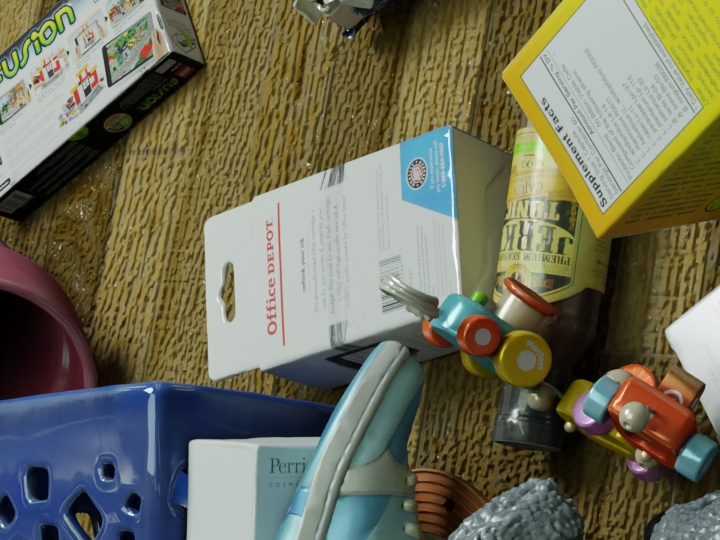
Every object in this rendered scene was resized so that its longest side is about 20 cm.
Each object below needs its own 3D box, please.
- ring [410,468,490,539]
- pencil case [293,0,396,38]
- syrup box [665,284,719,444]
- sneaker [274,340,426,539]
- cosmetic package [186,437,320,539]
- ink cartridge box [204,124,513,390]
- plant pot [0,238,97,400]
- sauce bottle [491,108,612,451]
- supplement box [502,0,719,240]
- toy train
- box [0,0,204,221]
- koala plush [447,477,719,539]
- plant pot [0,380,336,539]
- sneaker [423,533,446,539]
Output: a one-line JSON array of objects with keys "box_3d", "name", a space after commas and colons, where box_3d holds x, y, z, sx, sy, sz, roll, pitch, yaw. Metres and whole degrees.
[{"box_3d": [0.041, 0.208, 1.342, 0.200, 0.019, 0.200, -8, 80, 57], "name": "ring"}, {"box_3d": [0.048, -0.216, 1.514, 0.200, 0.078, 0.089, -25, 40, 34], "name": "pencil case"}, {"box_3d": [0.260, 0.012, 1.247, 0.200, 0.081, 0.079, -43, 51, 27], "name": "syrup box"}, {"box_3d": [0.023, 0.147, 1.280, 0.131, 0.080, 0.200, 22, 84, 0], "name": "sneaker"}, {"box_3d": [-0.037, 0.193, 1.355, 0.071, 0.101, 0.200, -2, 87, 55], "name": "cosmetic package"}, {"box_3d": [0.000, 0.000, 1.496, 0.200, 0.067, 0.116, -18, 65, 37], "name": "ink cartridge box"}, {"box_3d": [-0.294, 0.043, 1.677, 0.200, 0.200, 0.179, -53, 32, 16], "name": "plant pot"}, {"box_3d": [0.110, 0.002, 1.399, 0.065, 0.065, 0.200, 0, 79, 42], "name": "sauce bottle"}, {"box_3d": [0.181, -0.119, 1.216, 0.200, 0.109, 0.109, -49, 61, 43], "name": "supplement box"}, {"box_3d": [0.112, 0.047, 1.288, 0.200, 0.150, 0.056, 32, 82, 24], "name": "toy train"}, {"box_3d": [-0.202, -0.135, 1.744, 0.200, 0.035, 0.110, -37, 55, 28], "name": "box"}, {"box_3d": [0.174, 0.170, 1.179, 0.200, 0.177, 0.184, -34, 42, -25], "name": "koala plush"}, {"box_3d": [-0.121, 0.171, 1.467, 0.200, 0.200, 0.180, -9, 76, 40], "name": "plant pot"}, {"box_3d": [0.078, 0.219, 1.351, 0.200, 0.071, 0.099, 31, 94, 40], "name": "sneaker"}]
